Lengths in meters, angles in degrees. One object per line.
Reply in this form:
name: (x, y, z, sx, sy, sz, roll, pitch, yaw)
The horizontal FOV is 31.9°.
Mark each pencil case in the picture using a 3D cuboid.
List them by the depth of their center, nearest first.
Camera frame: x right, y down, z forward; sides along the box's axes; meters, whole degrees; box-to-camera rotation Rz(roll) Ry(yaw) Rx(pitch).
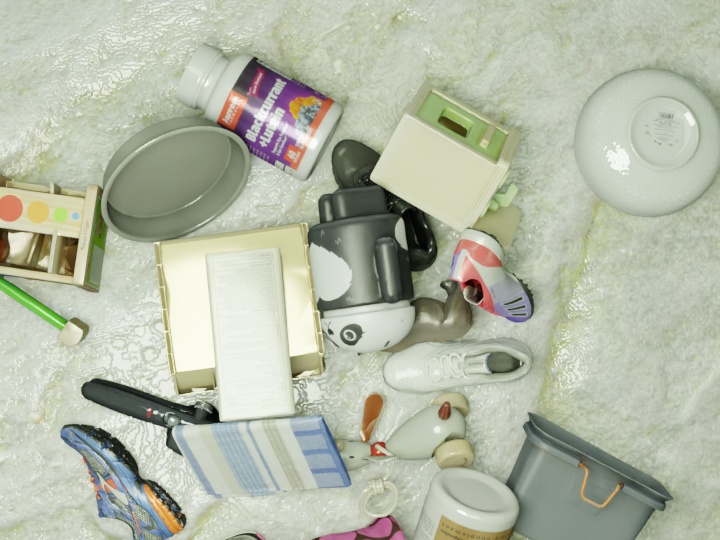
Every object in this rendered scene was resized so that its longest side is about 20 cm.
pencil case: (-0.045, 0.360, 1.570, 0.199, 0.091, 0.094, -6, 41, -19)

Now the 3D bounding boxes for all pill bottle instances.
pill bottle: (0.116, 0.357, 1.561, 0.114, 0.114, 0.201, 15, 110, -2)
pill bottle: (-0.131, -0.208, 1.616, 0.199, 0.111, 0.112, 28, 85, -1)

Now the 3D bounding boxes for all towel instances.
towel: (-0.121, 0.229, 1.556, 0.198, 0.147, 0.024, -7, 45, 15)

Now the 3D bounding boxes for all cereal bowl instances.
cereal bowl: (0.387, -0.172, 1.659, 0.198, 0.083, 0.202, 0, 86, -2)

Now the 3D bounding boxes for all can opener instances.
can opener: (-0.261, 0.181, 1.603, 0.199, 0.063, 0.079, 22, 85, -2)

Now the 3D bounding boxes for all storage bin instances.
storage bin: (0.274, 0.293, 1.597, 0.199, 0.146, 0.135, 27, 95, -1)
storage bin: (-0.151, 0.048, 1.606, 0.198, 0.094, 0.200, -7, 87, -4)

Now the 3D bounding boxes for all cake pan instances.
cake pan: (-0.234, -0.116, 1.574, 0.199, 0.201, 0.037, -29, 59, -5)

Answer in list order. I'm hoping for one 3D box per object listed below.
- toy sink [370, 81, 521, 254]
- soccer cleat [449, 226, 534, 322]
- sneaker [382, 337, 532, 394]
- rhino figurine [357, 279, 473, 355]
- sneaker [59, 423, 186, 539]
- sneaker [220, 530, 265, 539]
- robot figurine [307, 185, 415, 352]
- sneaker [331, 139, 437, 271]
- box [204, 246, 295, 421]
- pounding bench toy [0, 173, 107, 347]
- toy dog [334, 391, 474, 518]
toy sink: (0.133, -0.134, 1.597, 0.199, 0.131, 0.112, 30, 120, 0)
soccer cleat: (0.162, 0.024, 1.586, 0.068, 0.200, 0.073, 18, 70, 33)
sneaker: (0.126, 0.118, 1.620, 0.198, 0.087, 0.075, -8, 87, -3)
rhino figurine: (0.053, 0.061, 1.623, 0.198, 0.060, 0.088, -12, 68, 10)
sneaker: (-0.312, 0.273, 1.590, 0.078, 0.075, 0.200, -43, 88, -2)
sneaker: (-0.200, 0.401, 1.578, 0.199, 0.087, 0.074, -32, 88, -5)
robot figurine: (-0.001, 0.000, 1.545, 0.124, 0.150, 0.202, -8, 88, 12)
sneaker: (0.037, -0.092, 1.628, 0.076, 0.091, 0.200, -40, 88, -9)
box: (-0.132, 0.077, 1.519, 0.094, 0.078, 0.202, -4, 87, -4)
pounding bench toy: (-0.410, -0.011, 1.578, 0.155, 0.124, 0.202, 7, 85, -3)
toy dog: (0.054, 0.209, 1.594, 0.199, 0.097, 0.132, -29, 52, -10)
